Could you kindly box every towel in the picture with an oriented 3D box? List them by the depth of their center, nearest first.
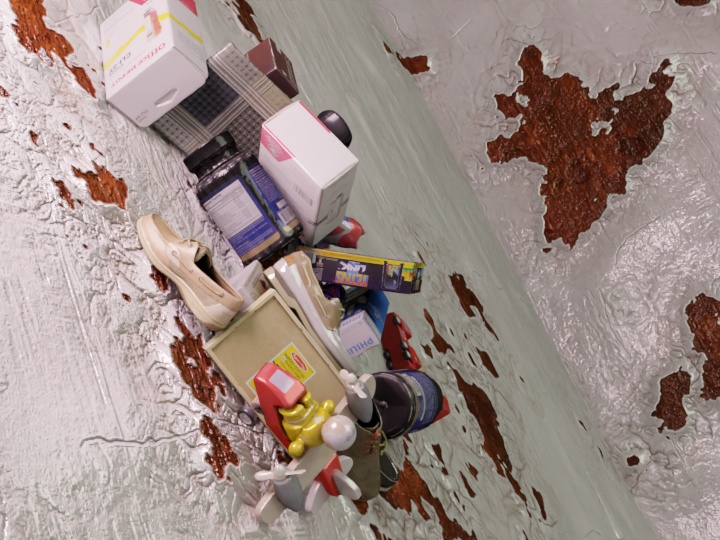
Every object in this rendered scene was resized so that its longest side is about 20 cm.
[{"bbox_3d":[-0.214,-0.248,1.581,0.200,0.192,0.035,42,15,-35],"label":"towel"}]

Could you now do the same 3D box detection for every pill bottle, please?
[{"bbox_3d":[-0.188,-0.114,1.535,0.201,0.111,0.112,56,18,-6],"label":"pill bottle"},{"bbox_3d":[0.074,0.228,1.686,0.112,0.112,0.200,62,19,15],"label":"pill bottle"}]

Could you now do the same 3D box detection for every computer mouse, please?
[{"bbox_3d":[-0.064,-0.182,1.632,0.046,0.200,0.141,-40,101,-29],"label":"computer mouse"}]

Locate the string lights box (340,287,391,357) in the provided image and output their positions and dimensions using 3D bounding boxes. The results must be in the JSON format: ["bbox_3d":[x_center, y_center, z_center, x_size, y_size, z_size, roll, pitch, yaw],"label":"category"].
[{"bbox_3d":[-0.011,0.087,1.706,0.059,0.102,0.200,57,17,-14],"label":"string lights box"}]

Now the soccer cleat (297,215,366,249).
[{"bbox_3d":[-0.067,-0.073,1.748,0.076,0.067,0.200,35,-16,-27],"label":"soccer cleat"}]

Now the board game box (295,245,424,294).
[{"bbox_3d":[0.000,0.000,1.642,0.165,0.198,0.057,8,90,-80],"label":"board game box"}]

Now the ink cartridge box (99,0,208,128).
[{"bbox_3d":[-0.325,-0.345,1.521,0.083,0.145,0.201,38,26,-45],"label":"ink cartridge box"}]

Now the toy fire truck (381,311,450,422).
[{"bbox_3d":[0.104,0.191,1.930,0.141,0.049,0.201,42,23,-42],"label":"toy fire truck"}]

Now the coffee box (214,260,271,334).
[{"bbox_3d":[-0.129,0.100,1.411,0.200,0.080,0.113,53,17,-14],"label":"coffee box"}]

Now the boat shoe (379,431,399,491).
[{"bbox_3d":[0.004,0.266,1.520,0.201,0.060,0.072,50,19,-23],"label":"boat shoe"}]

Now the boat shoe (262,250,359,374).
[{"bbox_3d":[-0.055,0.065,1.389,0.201,0.068,0.075,56,-11,-9],"label":"boat shoe"}]

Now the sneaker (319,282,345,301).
[{"bbox_3d":[-0.077,0.052,1.624,0.081,0.083,0.200,57,18,-3],"label":"sneaker"}]

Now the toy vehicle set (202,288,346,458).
[{"bbox_3d":[-0.108,0.142,1.335,0.200,0.124,0.026,54,-14,-13],"label":"toy vehicle set"}]

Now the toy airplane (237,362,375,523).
[{"bbox_3d":[-0.053,0.226,1.267,0.198,0.141,0.202,12,72,-39],"label":"toy airplane"}]

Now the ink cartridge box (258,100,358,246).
[{"bbox_3d":[-0.091,-0.152,1.567,0.147,0.083,0.200,46,-23,13],"label":"ink cartridge box"}]

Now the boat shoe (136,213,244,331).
[{"bbox_3d":[-0.228,-0.010,1.322,0.200,0.065,0.071,49,17,16],"label":"boat shoe"}]

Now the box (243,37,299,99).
[{"bbox_3d":[-0.208,-0.296,1.663,0.075,0.199,0.101,42,23,-40],"label":"box"}]

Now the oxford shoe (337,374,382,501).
[{"bbox_3d":[-0.001,0.250,1.434,0.070,0.075,0.201,-22,103,-35],"label":"oxford shoe"}]
